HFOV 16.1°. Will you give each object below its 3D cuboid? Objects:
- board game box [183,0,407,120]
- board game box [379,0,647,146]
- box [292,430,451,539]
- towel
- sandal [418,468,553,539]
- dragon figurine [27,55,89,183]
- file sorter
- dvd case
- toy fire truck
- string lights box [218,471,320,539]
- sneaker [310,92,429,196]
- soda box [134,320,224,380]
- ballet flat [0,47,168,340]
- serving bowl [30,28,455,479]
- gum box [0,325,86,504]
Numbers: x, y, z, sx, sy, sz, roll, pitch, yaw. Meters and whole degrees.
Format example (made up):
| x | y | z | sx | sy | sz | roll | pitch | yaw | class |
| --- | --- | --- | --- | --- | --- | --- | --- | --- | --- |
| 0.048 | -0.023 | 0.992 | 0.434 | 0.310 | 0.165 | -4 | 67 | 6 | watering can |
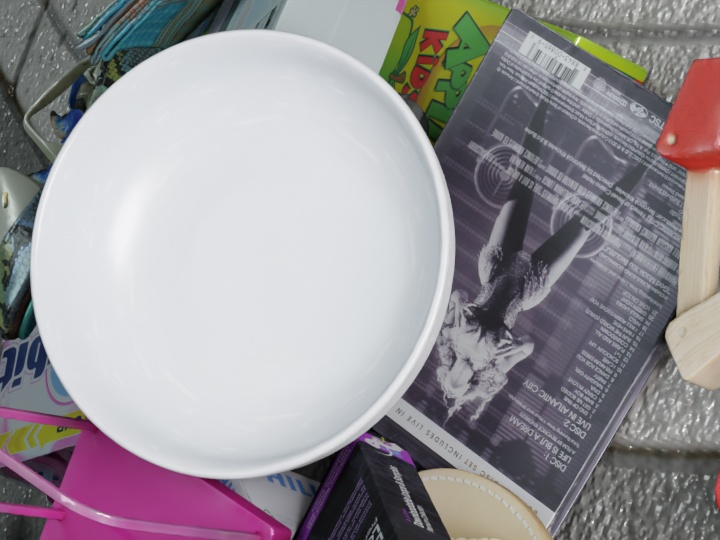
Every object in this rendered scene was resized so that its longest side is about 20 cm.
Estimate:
| x | y | z | sx | sy | sz | roll | pitch | yaw | class |
| --- | --- | --- | --- | --- | --- | --- | --- | --- | --- |
| -0.067 | -0.079 | 1.286 | 0.200 | 0.064 | 0.148 | -38 | 19 | 36 | board game box |
| 0.050 | -0.084 | 1.265 | 0.200 | 0.047 | 0.102 | 31 | 97 | 57 | board game box |
| -0.011 | 0.156 | 1.063 | 0.144 | 0.036 | 0.200 | -64 | 11 | 6 | box |
| -0.056 | -0.165 | 1.350 | 0.146 | 0.200 | 0.022 | -38 | 84 | 21 | towel |
| 0.050 | 0.147 | 1.071 | 0.212 | 0.069 | 0.078 | 46 | 111 | 42 | sandal |
| -0.152 | -0.090 | 1.519 | 0.100 | 0.059 | 0.201 | -57 | 15 | 39 | dragon figurine |
| -0.151 | 0.173 | 1.140 | 0.139 | 0.125 | 0.201 | 28 | 100 | 41 | file sorter |
| 0.076 | 0.003 | 1.151 | 0.148 | 0.016 | 0.201 | 35 | 101 | 29 | dvd case |
| 0.169 | 0.017 | 1.021 | 0.141 | 0.049 | 0.201 | 6 | 77 | 49 | toy fire truck |
| -0.071 | 0.190 | 1.225 | 0.201 | 0.102 | 0.059 | -55 | 34 | 19 | string lights box |
| 0.000 | 0.000 | 1.247 | 0.200 | 0.087 | 0.076 | -56 | -1 | 40 | sneaker |
| -0.094 | 0.096 | 1.271 | 0.064 | 0.068 | 0.201 | -66 | -1 | -49 | soda box |
| -0.171 | -0.055 | 1.442 | 0.074 | 0.074 | 0.201 | -5 | 50 | 54 | ballet flat |
| -0.047 | -0.004 | 1.150 | 0.199 | 0.066 | 0.202 | -3 | 80 | 17 | serving bowl |
| -0.135 | 0.057 | 1.427 | 0.199 | 0.066 | 0.114 | -19 | 54 | 49 | gum box |
